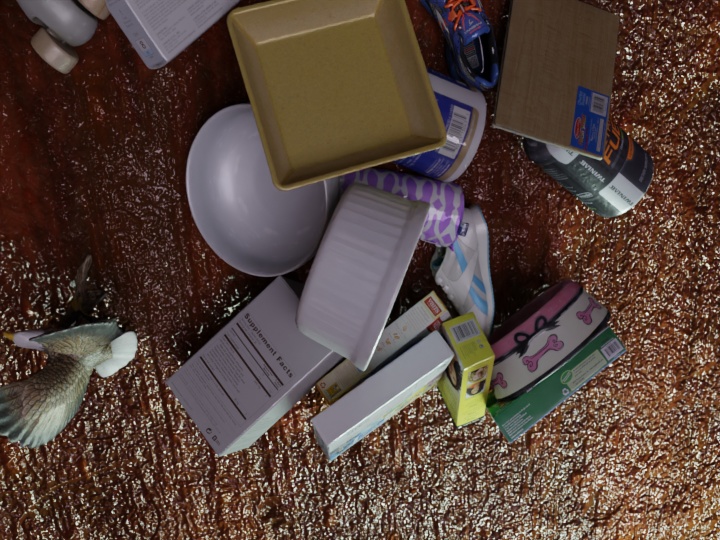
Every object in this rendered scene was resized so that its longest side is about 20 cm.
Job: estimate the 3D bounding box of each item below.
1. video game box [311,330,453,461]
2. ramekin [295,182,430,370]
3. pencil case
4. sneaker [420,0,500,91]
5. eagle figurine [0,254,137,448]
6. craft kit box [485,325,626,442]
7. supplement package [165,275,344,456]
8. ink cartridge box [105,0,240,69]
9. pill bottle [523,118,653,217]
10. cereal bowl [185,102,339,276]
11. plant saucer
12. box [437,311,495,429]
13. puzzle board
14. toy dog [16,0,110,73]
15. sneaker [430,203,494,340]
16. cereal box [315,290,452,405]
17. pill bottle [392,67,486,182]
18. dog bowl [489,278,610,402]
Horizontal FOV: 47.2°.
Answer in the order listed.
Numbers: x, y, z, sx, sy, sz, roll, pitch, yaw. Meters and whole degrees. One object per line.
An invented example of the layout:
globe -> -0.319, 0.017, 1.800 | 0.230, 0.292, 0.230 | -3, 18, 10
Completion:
video game box -> 0.027, 0.171, 1.101 | 0.198, 0.047, 0.183 | -34, 163, -12
ramekin -> 0.000, 0.000, 0.938 | 0.096, 0.201, 0.204 | 23, 106, 2
pencil case -> 0.037, -0.082, 1.046 | 0.195, 0.085, 0.087 | 12, 120, -4
sneaker -> 0.126, -0.307, 0.996 | 0.074, 0.079, 0.202 | -32, 117, -1
eagle figurine -> -0.345, 0.098, 0.963 | 0.147, 0.200, 0.155 | -17, 116, -9
craft kit box -> 0.267, 0.151, 1.171 | 0.199, 0.198, 0.049 | -39, 84, 2
supplement package -> -0.125, 0.121, 1.059 | 0.199, 0.121, 0.120 | -42, 78, 4
ink cartridge box -> -0.216, -0.342, 0.857 | 0.161, 0.047, 0.202 | -50, 120, -30
pill bottle -> 0.287, -0.164, 1.088 | 0.198, 0.107, 0.107 | 32, 101, -25
cereal bowl -> -0.107, -0.101, 0.985 | 0.196, 0.083, 0.205 | 8, 109, 24
plant saucer -> -0.027, -0.199, 0.893 | 0.195, 0.048, 0.205 | -16, 82, -11
box -> 0.143, 0.143, 1.145 | 0.049, 0.076, 0.202 | -19, 147, -8
puzzle board -> 0.243, -0.248, 1.021 | 0.147, 0.017, 0.205 | 15, 74, -12
toy dog -> -0.342, -0.308, 0.868 | 0.130, 0.096, 0.203 | -26, 102, 0
sneaker -> 0.140, 0.011, 1.145 | 0.079, 0.077, 0.205 | -11, 109, -2
cereal box -> 0.039, 0.113, 1.123 | 0.198, 0.144, 0.040 | -38, 74, 2
pill bottle -> 0.041, -0.194, 0.995 | 0.196, 0.120, 0.122 | 18, 107, -19
dog bowl -> 0.247, 0.091, 1.145 | 0.199, 0.200, 0.074 | -38, 87, 2
